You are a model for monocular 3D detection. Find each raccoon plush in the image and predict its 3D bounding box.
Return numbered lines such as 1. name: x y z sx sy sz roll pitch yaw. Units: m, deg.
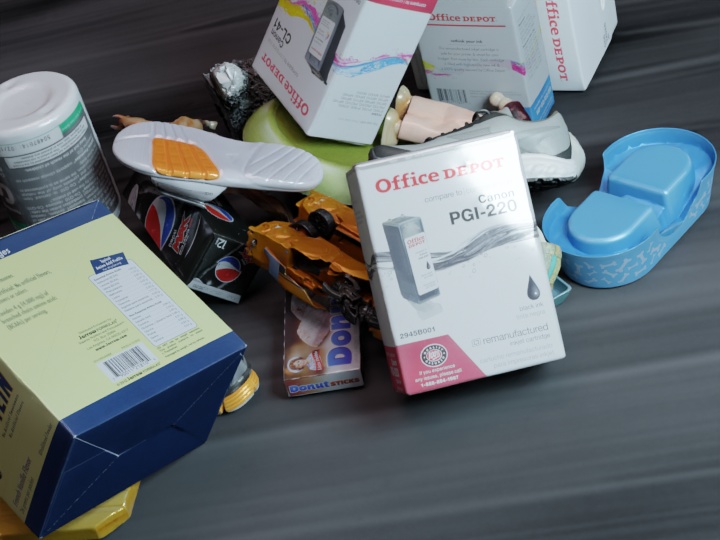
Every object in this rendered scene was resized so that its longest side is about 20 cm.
1. raccoon plush: -0.088 -0.201 1.766 0.134 0.097 0.200 -28 8 -7

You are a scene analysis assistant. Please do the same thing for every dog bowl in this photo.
1. dog bowl: 0.254 -0.057 1.531 0.111 0.050 0.200 20 50 38

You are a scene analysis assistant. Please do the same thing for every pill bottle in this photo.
1. pill bottle: -0.309 -0.090 1.659 0.113 0.201 0.113 -10 37 8

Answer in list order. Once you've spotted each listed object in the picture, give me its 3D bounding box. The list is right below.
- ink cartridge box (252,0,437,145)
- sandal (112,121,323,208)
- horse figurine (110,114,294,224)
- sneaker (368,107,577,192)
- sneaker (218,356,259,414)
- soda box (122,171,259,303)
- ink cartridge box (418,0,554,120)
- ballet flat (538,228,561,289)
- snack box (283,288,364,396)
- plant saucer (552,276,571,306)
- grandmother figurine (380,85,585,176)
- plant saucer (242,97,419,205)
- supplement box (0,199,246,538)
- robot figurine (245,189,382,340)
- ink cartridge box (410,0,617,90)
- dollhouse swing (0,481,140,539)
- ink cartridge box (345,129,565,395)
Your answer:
1. ink cartridge box: -0.013 -0.247 1.625 0.085 0.200 0.148 7 32 -36
2. sandal: -0.141 -0.090 1.588 0.206 0.059 0.079 10 40 0
3. horse figurine: -0.144 -0.112 1.678 0.200 0.050 0.132 38 16 27
4. sneaker: 0.105 -0.115 1.562 0.199 0.080 0.074 -2 -7 -7
5. sneaker: -0.185 0.072 1.514 0.199 0.077 0.078 6 45 29
6. soda box: -0.169 -0.049 1.647 0.063 0.071 0.200 -60 37 15
7. ink cartridge box: 0.123 -0.239 1.682 0.115 0.201 0.068 6 43 26
8. ballet flat: 0.114 -0.040 1.515 0.071 0.071 0.200 -32 42 -19
9. snack box: -0.035 0.039 1.538 0.072 0.024 0.200 -9 38 5
10. plant saucer: 0.117 -0.008 1.548 0.070 0.019 0.200 -28 40 -15
11. grandmother figurine: 0.128 -0.133 1.637 0.199 0.061 0.122 17 59 13
12. plant saucer: -0.020 -0.136 1.681 0.199 0.031 0.200 9 35 -6
13. supplement box: -0.245 0.077 1.381 0.200 0.135 0.200 43 42 20
14. robot figurine: 0.000 0.000 1.513 0.200 0.058 0.145 32 43 26
15. ink cartridge box: 0.160 -0.293 1.779 0.199 0.148 0.145 4 42 25
16. dollhouse swing: -0.304 0.132 1.422 0.175 0.182 0.200 -19 34 23
17. ink cartridge box: 0.080 -0.007 1.395 0.145 0.201 0.085 -13 -1 -5
